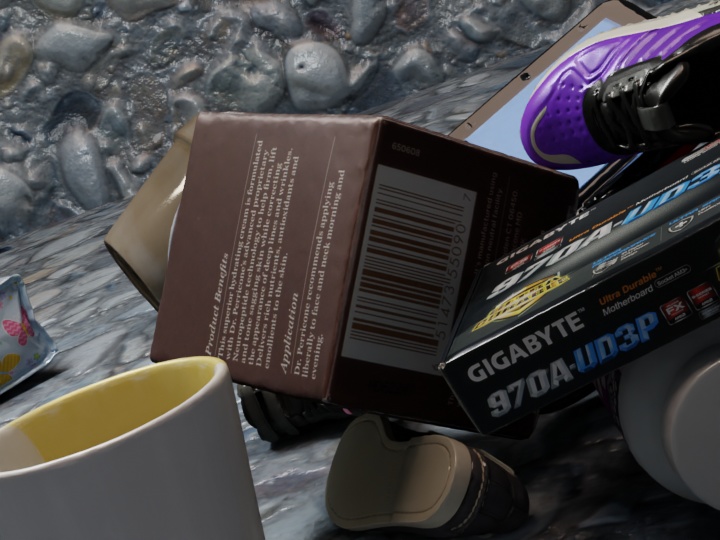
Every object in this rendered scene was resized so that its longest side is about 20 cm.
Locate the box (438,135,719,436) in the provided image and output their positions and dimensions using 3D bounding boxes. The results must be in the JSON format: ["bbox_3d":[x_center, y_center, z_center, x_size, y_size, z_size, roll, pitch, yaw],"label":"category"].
[{"bbox_3d":[0.144,-0.004,0.878,0.199,0.046,0.159,-29,10,20],"label":"box"}]

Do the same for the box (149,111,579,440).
[{"bbox_3d":[0.000,0.000,1.054,0.163,0.167,0.199,13,-2,-37],"label":"box"}]

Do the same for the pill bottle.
[{"bbox_3d":[0.186,0.058,0.909,0.111,0.113,0.200,-20,11,3],"label":"pill bottle"}]

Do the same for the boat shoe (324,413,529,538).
[{"bbox_3d":[0.035,0.131,1.026,0.062,0.073,0.200,21,-10,-20],"label":"boat shoe"}]

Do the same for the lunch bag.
[{"bbox_3d":[-0.454,0.094,1.827,0.200,0.128,0.169,-36,16,-33],"label":"lunch bag"}]

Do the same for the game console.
[{"bbox_3d":[0.166,-0.114,1.121,0.200,0.119,0.172,-42,-3,-17],"label":"game console"}]

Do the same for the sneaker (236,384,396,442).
[{"bbox_3d":[-0.034,0.093,1.254,0.099,0.071,0.200,-26,8,-11],"label":"sneaker"}]

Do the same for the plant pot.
[{"bbox_3d":[-0.180,-0.042,1.888,0.173,0.200,0.200,-41,16,-11],"label":"plant pot"}]

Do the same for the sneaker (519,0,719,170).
[{"bbox_3d":[0.168,-0.101,0.971,0.199,0.070,0.100,-22,17,31],"label":"sneaker"}]

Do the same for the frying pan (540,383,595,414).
[{"bbox_3d":[0.134,0.033,1.056,0.115,0.031,0.190,-38,-28,-1],"label":"frying pan"}]

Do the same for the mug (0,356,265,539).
[{"bbox_3d":[-0.105,0.139,0.934,0.149,0.154,0.186,-10,15,44],"label":"mug"}]
